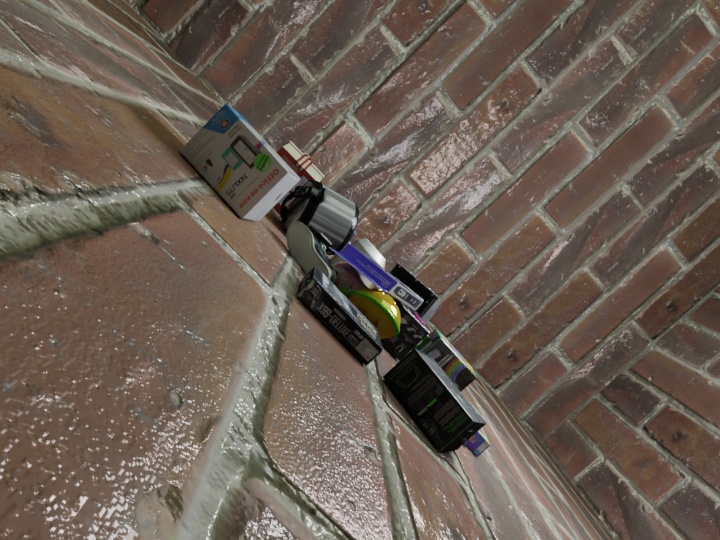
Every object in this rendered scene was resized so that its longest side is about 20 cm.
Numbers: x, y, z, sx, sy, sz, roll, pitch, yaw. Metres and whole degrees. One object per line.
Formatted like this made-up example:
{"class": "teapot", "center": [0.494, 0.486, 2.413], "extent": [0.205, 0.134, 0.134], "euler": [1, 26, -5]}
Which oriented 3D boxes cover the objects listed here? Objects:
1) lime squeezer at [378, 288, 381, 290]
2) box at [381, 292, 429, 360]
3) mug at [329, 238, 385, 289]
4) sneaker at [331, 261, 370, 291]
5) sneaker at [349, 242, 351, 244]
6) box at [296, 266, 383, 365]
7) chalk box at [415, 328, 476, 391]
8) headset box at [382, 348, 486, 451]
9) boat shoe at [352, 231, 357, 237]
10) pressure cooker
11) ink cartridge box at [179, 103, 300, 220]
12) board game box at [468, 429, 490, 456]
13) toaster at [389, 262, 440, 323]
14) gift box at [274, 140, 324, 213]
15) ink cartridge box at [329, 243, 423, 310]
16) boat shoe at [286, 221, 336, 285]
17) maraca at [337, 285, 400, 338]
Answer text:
{"class": "lime squeezer", "center": [-0.005, 0.070, 1.486], "extent": [0.199, 0.071, 0.038], "euler": [7, -7, -39]}
{"class": "box", "center": [0.091, 0.138, 1.514], "extent": [0.132, 0.115, 0.200], "euler": [44, 5, -10]}
{"class": "mug", "center": [-0.007, -0.007, 1.585], "extent": [0.150, 0.153, 0.187], "euler": [47, 5, 14]}
{"class": "sneaker", "center": [-0.024, 0.058, 1.391], "extent": [0.104, 0.075, 0.201], "euler": [2, 45, -54]}
{"class": "sneaker", "center": [-0.030, -0.036, 2.087], "extent": [0.201, 0.075, 0.114], "euler": [58, 9, 33]}
{"class": "box", "center": [-0.042, 0.088, 1.130], "extent": [0.200, 0.050, 0.158], "euler": [46, 5, -8]}
{"class": "chalk box", "center": [0.215, 0.257, 1.573], "extent": [0.200, 0.125, 0.124], "euler": [48, 5, -2]}
{"class": "headset box", "center": [0.163, 0.278, 1.147], "extent": [0.200, 0.093, 0.174], "euler": [50, 5, 25]}
{"class": "boat shoe", "center": [-0.081, -0.164, 2.069], "extent": [0.071, 0.091, 0.201], "euler": [45, 6, -45]}
{"class": "pressure cooker", "center": [-0.126, -0.156, 1.553], "extent": [0.199, 0.177, 0.179], "euler": [28, 12, -24]}
{"class": "ink cartridge box", "center": [-0.261, -0.232, 1.224], "extent": [0.200, 0.147, 0.146], "euler": [46, 4, 1]}
{"class": "board game box", "center": [0.235, 0.360, 1.394], "extent": [0.200, 0.045, 0.134], "euler": [47, 5, -3]}
{"class": "toaster", "center": [0.133, 0.111, 1.742], "extent": [0.181, 0.200, 0.119], "euler": [40, 0, 24]}
{"class": "gift box", "center": [-0.227, -0.280, 1.764], "extent": [0.200, 0.184, 0.187], "euler": [49, 13, -14]}
{"class": "ink cartridge box", "center": [0.040, 0.009, 1.371], "extent": [0.198, 0.044, 0.200], "euler": [39, 4, 38]}
{"class": "boat shoe", "center": [-0.116, -0.037, 1.342], "extent": [0.200, 0.075, 0.062], "euler": [52, 9, 31]}
{"class": "maraca", "center": [0.015, 0.095, 1.294], "extent": [0.199, 0.107, 0.138], "euler": [18, -37, 47]}
